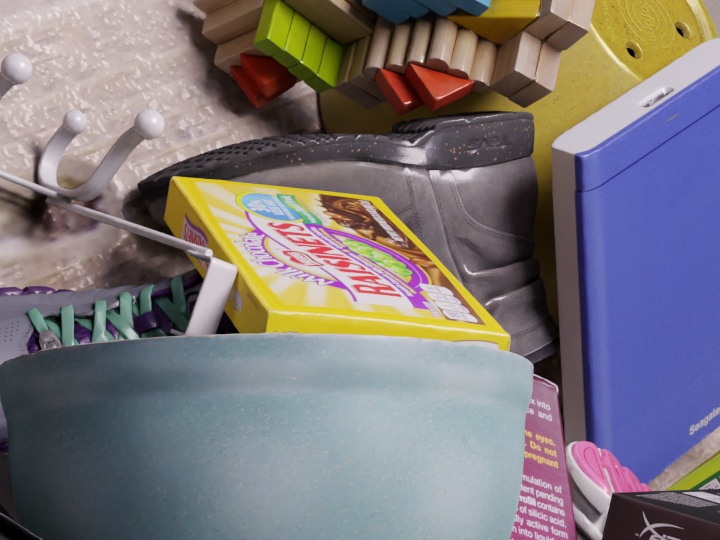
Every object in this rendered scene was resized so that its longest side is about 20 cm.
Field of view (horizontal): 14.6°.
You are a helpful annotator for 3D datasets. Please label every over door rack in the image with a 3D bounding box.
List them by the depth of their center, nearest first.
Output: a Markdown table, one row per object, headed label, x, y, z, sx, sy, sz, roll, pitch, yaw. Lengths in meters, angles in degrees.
| label | x | y | z | sx | sy | sz | roll | pitch | yaw |
| --- | --- | --- | --- | --- | --- | --- | --- | --- | --- |
| over door rack | -0.143 | -0.050 | 1.149 | 0.147 | 0.067 | 0.200 | 20 | 11 | -31 |

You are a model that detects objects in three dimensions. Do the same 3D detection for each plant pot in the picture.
| label | x | y | z | sx | sy | sz | roll | pitch | yaw |
| --- | --- | --- | --- | --- | --- | --- | --- | --- | --- |
| plant pot | -0.034 | 0.103 | 1.033 | 0.199 | 0.200 | 0.135 | 7 | 78 | -41 |
| plant pot | 0.099 | -0.092 | 1.424 | 0.199 | 0.142 | 0.201 | 24 | 47 | -29 |

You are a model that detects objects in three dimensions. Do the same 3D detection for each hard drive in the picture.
| label | x | y | z | sx | sy | sz | roll | pitch | yaw |
| --- | --- | --- | --- | --- | --- | --- | --- | --- | --- |
| hard drive | 0.144 | 0.004 | 1.365 | 0.132 | 0.025 | 0.201 | -33 | 130 | -38 |

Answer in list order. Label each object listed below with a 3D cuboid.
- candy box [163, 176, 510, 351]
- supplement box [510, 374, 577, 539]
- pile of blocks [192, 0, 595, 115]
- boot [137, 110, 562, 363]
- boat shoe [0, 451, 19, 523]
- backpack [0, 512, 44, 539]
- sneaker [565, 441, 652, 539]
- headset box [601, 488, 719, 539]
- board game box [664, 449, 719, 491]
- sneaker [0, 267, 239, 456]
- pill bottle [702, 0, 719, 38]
| label | x | y | z | sx | sy | sz | roll | pitch | yaw |
| --- | --- | --- | --- | --- | --- | --- | --- | --- | --- |
| candy box | -0.014 | 0.001 | 1.171 | 0.101 | 0.027 | 0.200 | 4 | 16 | -17 |
| supplement box | 0.017 | 0.147 | 1.176 | 0.103 | 0.131 | 0.201 | 20 | 50 | -33 |
| pile of blocks | 0.009 | -0.109 | 1.327 | 0.082 | 0.199 | 0.063 | 56 | 40 | -51 |
| boot | 0.000 | 0.000 | 1.309 | 0.198 | 0.070 | 0.133 | -7 | 97 | -14 |
| boat shoe | -0.177 | 0.078 | 1.058 | 0.071 | 0.070 | 0.200 | 33 | -13 | 30 |
| backpack | -0.201 | 0.134 | 0.944 | 0.199 | 0.183 | 0.148 | 27 | 68 | -27 |
| sneaker | 0.121 | 0.155 | 1.321 | 0.200 | 0.087 | 0.074 | 43 | 16 | -46 |
| headset box | 0.146 | 0.200 | 1.212 | 0.148 | 0.075 | 0.202 | 8 | 96 | -61 |
| board game box | 0.210 | 0.127 | 1.382 | 0.102 | 0.047 | 0.200 | 57 | 17 | 6 |
| sneaker | -0.104 | 0.024 | 1.184 | 0.199 | 0.087 | 0.075 | -7 | 66 | -46 |
| pill bottle | 0.257 | -0.091 | 1.542 | 0.199 | 0.114 | 0.115 | 26 | 46 | -27 |
